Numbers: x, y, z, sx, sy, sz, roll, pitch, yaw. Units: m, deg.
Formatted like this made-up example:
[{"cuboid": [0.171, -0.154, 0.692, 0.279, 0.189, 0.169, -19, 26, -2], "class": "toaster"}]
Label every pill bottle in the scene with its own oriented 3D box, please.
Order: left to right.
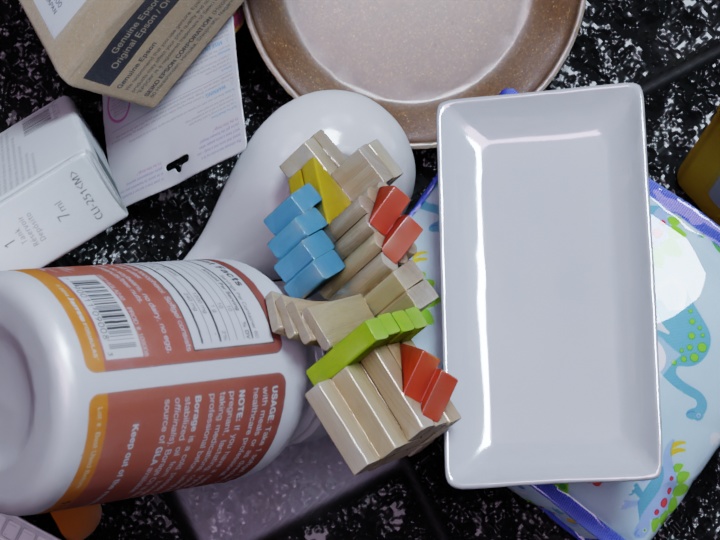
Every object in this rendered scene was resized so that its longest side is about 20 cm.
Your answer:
[{"cuboid": [-0.099, 0.052, 0.919, 0.112, 0.199, 0.113, 3, 94, 44], "class": "pill bottle"}]

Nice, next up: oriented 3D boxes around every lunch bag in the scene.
[{"cuboid": [0.105, 0.028, 0.996, 0.199, 0.127, 0.171, 37, 83, -2], "class": "lunch bag"}]

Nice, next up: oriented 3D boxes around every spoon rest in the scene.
[{"cuboid": [-0.054, -0.016, 1.036, 0.200, 0.061, 0.099, -44, 115, -4], "class": "spoon rest"}]

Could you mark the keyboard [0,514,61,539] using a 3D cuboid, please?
[{"cuboid": [-0.188, 0.151, 0.973, 0.199, 0.011, 0.057, 29, 107, -3], "class": "keyboard"}]

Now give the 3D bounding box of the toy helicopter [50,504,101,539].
[{"cuboid": [-0.203, 0.077, 0.959, 0.132, 0.200, 0.079, 29, 83, 22], "class": "toy helicopter"}]

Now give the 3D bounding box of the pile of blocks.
[{"cuboid": [0.000, 0.000, 0.922, 0.062, 0.082, 0.201, -41, 50, 32], "class": "pile of blocks"}]

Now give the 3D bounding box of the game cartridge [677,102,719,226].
[{"cuboid": [0.244, -0.020, 0.961, 0.032, 0.200, 0.177, -40, 80, -8], "class": "game cartridge"}]

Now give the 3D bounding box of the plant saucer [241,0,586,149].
[{"cuboid": [0.028, -0.169, 1.061, 0.198, 0.037, 0.203, 0, 93, -8], "class": "plant saucer"}]

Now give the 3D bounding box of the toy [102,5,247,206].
[{"cuboid": [-0.099, -0.145, 1.061, 0.115, 0.047, 0.202, -21, 73, 43], "class": "toy"}]

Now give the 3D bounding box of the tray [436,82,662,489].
[{"cuboid": [0.093, 0.008, 0.933, 0.106, 0.022, 0.202, -4, 73, 11], "class": "tray"}]

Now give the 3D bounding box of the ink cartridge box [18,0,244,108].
[{"cuboid": [-0.127, -0.218, 1.014, 0.165, 0.075, 0.201, -47, 57, 24], "class": "ink cartridge box"}]

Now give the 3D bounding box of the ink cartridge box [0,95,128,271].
[{"cuboid": [-0.211, -0.019, 0.981, 0.173, 0.200, 0.044, -32, 107, -3], "class": "ink cartridge box"}]
